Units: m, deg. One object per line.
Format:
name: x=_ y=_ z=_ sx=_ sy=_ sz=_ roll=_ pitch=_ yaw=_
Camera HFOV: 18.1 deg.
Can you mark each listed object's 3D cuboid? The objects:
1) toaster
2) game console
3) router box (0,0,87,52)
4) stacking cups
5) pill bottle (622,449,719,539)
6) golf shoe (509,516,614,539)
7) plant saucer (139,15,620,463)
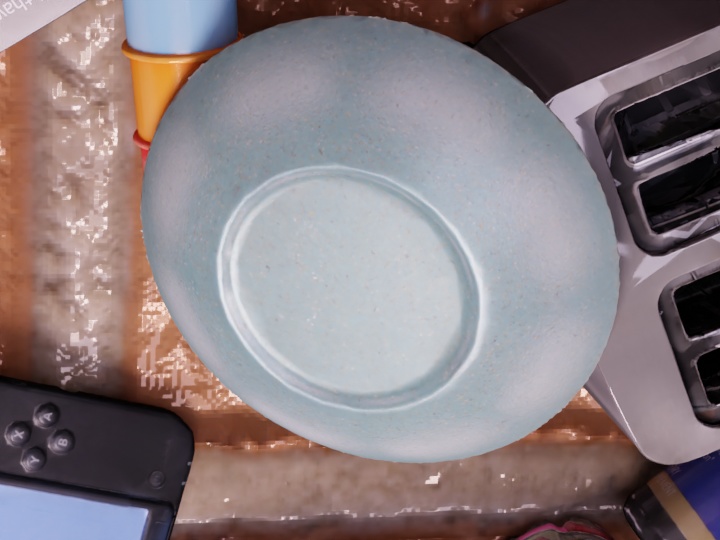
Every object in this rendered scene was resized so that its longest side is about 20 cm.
toaster: x=0.145 y=-0.037 z=0.945 sx=0.200 sy=0.119 sz=0.181 roll=-22 pitch=110 yaw=-3
game console: x=-0.154 y=0.152 z=0.926 sx=0.176 sy=0.116 sz=0.200 roll=14 pitch=97 yaw=-27
router box: x=-0.222 y=-0.128 z=0.864 sx=0.200 sy=0.052 sz=0.157 roll=-30 pitch=111 yaw=10
stacking cups: x=-0.078 y=-0.111 z=0.911 sx=0.060 sy=0.061 sz=0.200 roll=-4 pitch=110 yaw=-9
pill bottle: x=0.228 y=0.092 z=1.008 sx=0.200 sy=0.112 sz=0.112 roll=-36 pitch=111 yaw=2
golf shoe: x=0.052 y=0.204 z=1.023 sx=0.073 sy=0.092 sz=0.200 roll=36 pitch=100 yaw=-21
plant saucer: x=0.000 y=0.000 z=0.888 sx=0.201 sy=0.039 sz=0.201 roll=9 pitch=121 yaw=15
